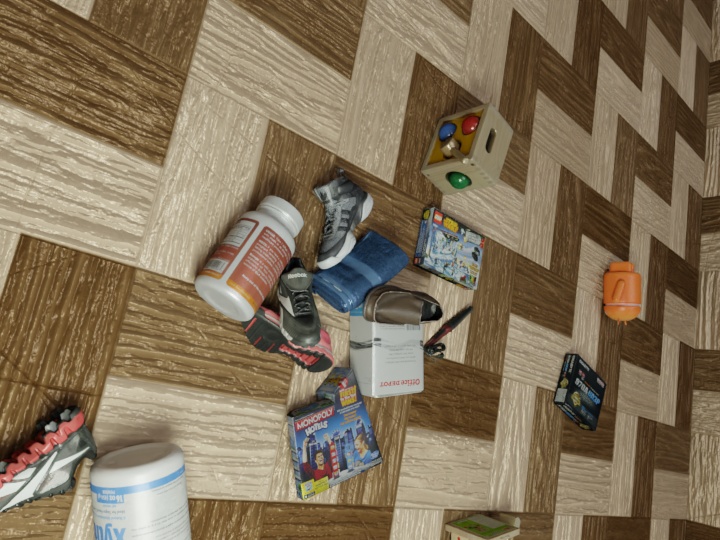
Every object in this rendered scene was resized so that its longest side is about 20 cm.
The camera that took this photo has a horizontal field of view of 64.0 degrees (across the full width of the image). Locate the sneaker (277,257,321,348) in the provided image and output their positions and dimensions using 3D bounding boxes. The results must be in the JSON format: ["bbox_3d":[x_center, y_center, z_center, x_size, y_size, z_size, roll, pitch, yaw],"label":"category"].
[{"bbox_3d":[-0.107,0.045,0.981,0.065,0.201,0.092,-3,124,-14],"label":"sneaker"}]

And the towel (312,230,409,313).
[{"bbox_3d":[0.000,0.000,1.133,0.199,0.111,0.049,-36,146,-36],"label":"towel"}]

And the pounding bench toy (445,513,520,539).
[{"bbox_3d":[0.307,0.672,1.349,0.198,0.123,0.159,5,84,-41],"label":"pounding bench toy"}]

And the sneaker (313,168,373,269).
[{"bbox_3d":[-0.055,-0.105,1.118,0.114,0.075,0.201,47,53,-28],"label":"sneaker"}]

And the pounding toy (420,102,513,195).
[{"bbox_3d":[0.234,-0.269,1.305,0.142,0.183,0.202,36,65,-33],"label":"pounding toy"}]

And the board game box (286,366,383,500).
[{"bbox_3d":[-0.057,0.296,1.096,0.198,0.061,0.203,-9,92,-41],"label":"board game box"}]

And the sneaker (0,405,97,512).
[{"bbox_3d":[-0.437,0.277,0.759,0.200,0.070,0.099,-43,112,-36],"label":"sneaker"}]

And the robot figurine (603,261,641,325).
[{"bbox_3d":[0.846,0.075,1.864,0.115,0.144,0.203,2,85,-2],"label":"robot figurine"}]

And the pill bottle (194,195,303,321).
[{"bbox_3d":[-0.181,-0.025,0.975,0.112,0.111,0.201,46,60,-29],"label":"pill bottle"}]

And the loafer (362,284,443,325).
[{"bbox_3d":[0.089,0.070,1.112,0.198,0.071,0.074,-1,102,-41],"label":"loafer"}]

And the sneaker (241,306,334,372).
[{"bbox_3d":[-0.133,0.110,1.052,0.199,0.074,0.087,35,34,-26],"label":"sneaker"}]

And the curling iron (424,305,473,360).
[{"bbox_3d":[0.213,0.145,1.361,0.049,0.026,0.200,40,50,10],"label":"curling iron"}]

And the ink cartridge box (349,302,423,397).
[{"bbox_3d":[0.055,0.148,1.187,0.145,0.085,0.203,4,86,-40],"label":"ink cartridge box"}]

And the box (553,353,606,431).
[{"bbox_3d":[0.660,0.367,1.728,0.200,0.046,0.160,41,62,-31],"label":"box"}]

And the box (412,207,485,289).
[{"bbox_3d":[0.214,-0.048,1.368,0.199,0.040,0.139,23,73,-38],"label":"box"}]

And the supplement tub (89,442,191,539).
[{"bbox_3d":[-0.311,0.364,0.824,0.131,0.131,0.203,-5,89,-41],"label":"supplement tub"}]
